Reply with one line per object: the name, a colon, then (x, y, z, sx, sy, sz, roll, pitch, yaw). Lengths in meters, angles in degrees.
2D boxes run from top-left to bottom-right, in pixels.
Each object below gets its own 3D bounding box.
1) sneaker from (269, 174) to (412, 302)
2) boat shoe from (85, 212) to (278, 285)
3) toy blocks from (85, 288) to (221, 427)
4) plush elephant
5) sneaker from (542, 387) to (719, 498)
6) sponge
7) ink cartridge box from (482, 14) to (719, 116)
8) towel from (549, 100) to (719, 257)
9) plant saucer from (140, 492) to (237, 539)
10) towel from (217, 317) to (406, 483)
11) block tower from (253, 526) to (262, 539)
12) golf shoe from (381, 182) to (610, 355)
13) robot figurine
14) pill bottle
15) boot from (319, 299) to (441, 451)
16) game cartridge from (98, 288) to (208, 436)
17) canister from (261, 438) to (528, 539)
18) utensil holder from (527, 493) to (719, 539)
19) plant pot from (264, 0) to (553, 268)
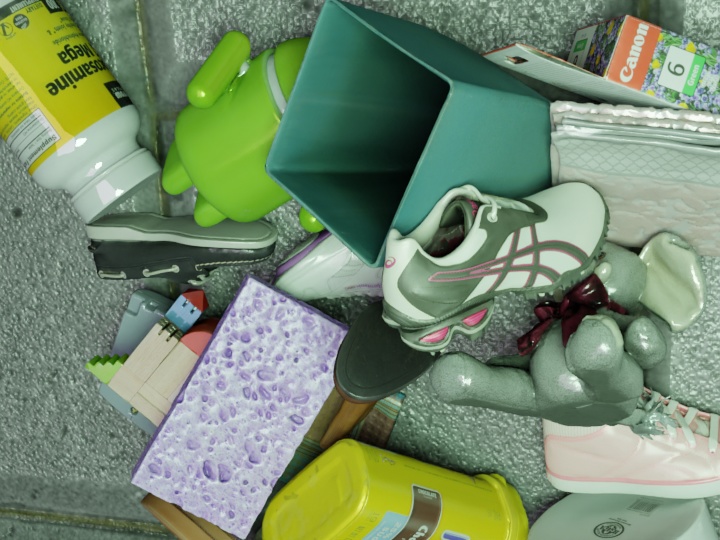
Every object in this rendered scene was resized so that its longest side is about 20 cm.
sneaker: (0.000, 0.000, 0.940, 0.199, 0.075, 0.100, -31, 102, 25)
boat shoe: (-0.166, -0.016, 0.986, 0.198, 0.074, 0.061, 2, 109, 19)
toy blocks: (-0.122, 0.094, 0.950, 0.200, 0.100, 0.137, 40, 102, -3)
plush elephant: (0.177, 0.035, 0.835, 0.199, 0.156, 0.164, 22, 151, -35)
sneaker: (0.248, 0.132, 0.909, 0.199, 0.075, 0.105, -6, 112, 23)
sponge: (-0.096, 0.114, 0.902, 0.111, 0.030, 0.201, 30, 91, -12)
ink cartridge box: (0.198, -0.148, 0.776, 0.198, 0.109, 0.051, 18, 95, -9)
towel: (0.243, -0.060, 0.800, 0.198, 0.191, 0.032, 7, 69, 18)
plant saucer: (-0.117, 0.267, 0.971, 0.200, 0.200, 0.032, 42, 74, -1)
towel: (-0.069, 0.142, 1.041, 0.199, 0.022, 0.148, 23, 114, 8)
block tower: (-0.109, 0.345, 1.107, 0.054, 0.058, 0.201, 28, 116, 7)
golf shoe: (0.100, -0.022, 0.741, 0.077, 0.199, 0.089, 31, 143, 44)
robot figurine: (-0.075, -0.118, 0.898, 0.199, 0.116, 0.176, -28, 122, 22)
pill bottle: (-0.270, -0.147, 0.950, 0.112, 0.112, 0.201, -33, 97, 24)
boot: (0.002, 0.087, 0.880, 0.068, 0.189, 0.200, 33, 133, -1)
game cartridge: (-0.148, 0.116, 1.023, 0.199, 0.042, 0.134, 26, 118, 4)
canister: (0.030, 0.229, 0.945, 0.199, 0.087, 0.148, 23, 125, -37)
utensil holder: (0.247, 0.304, 0.922, 0.169, 0.170, 0.201, -17, 102, 21)
plant pot: (0.062, -0.099, 0.809, 0.141, 0.199, 0.142, 42, 119, 36)
